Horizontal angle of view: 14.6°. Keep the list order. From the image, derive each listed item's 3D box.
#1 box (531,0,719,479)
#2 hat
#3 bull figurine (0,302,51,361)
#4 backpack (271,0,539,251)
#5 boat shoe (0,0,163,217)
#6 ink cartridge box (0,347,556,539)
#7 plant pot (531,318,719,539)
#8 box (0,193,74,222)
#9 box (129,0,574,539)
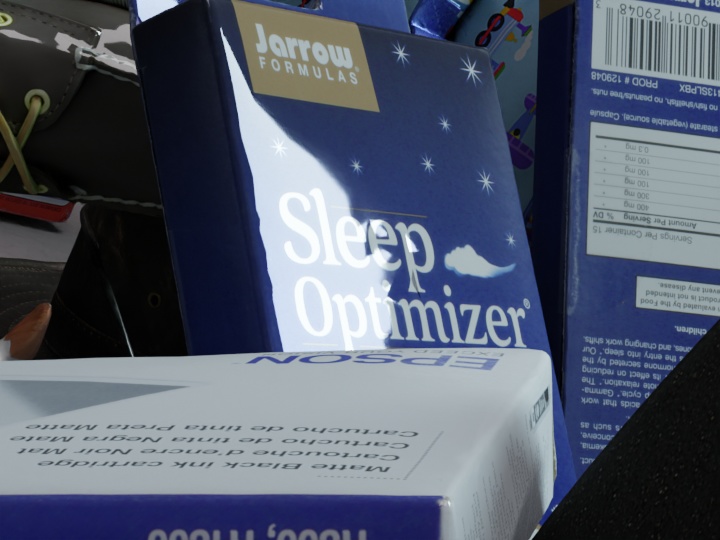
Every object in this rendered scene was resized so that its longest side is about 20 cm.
[{"bbox_3d":[0.112,0.011,0.896,0.121,0.200,0.032,7,-12,-21],"label":"box"},{"bbox_3d":[-0.032,0.009,0.879,0.200,0.081,0.201,22,13,-5],"label":"hat"},{"bbox_3d":[-0.170,-0.005,0.754,0.200,0.065,0.121,25,5,-16],"label":"bull figurine"},{"bbox_3d":[0.040,-0.044,0.991,0.134,0.183,0.200,24,15,-35],"label":"backpack"},{"bbox_3d":[-0.111,-0.052,0.812,0.201,0.072,0.061,19,42,11],"label":"boat shoe"},{"bbox_3d":[-0.069,0.053,0.573,0.199,0.041,0.200,-2,9,11],"label":"ink cartridge box"},{"bbox_3d":[0.134,0.105,0.571,0.199,0.178,0.200,19,13,-14],"label":"plant pot"},{"bbox_3d":[-0.188,-0.094,0.991,0.200,0.100,0.095,12,16,-35],"label":"box"},{"bbox_3d":[0.000,0.000,0.752,0.032,0.200,0.121,-22,-17,37],"label":"box"}]
